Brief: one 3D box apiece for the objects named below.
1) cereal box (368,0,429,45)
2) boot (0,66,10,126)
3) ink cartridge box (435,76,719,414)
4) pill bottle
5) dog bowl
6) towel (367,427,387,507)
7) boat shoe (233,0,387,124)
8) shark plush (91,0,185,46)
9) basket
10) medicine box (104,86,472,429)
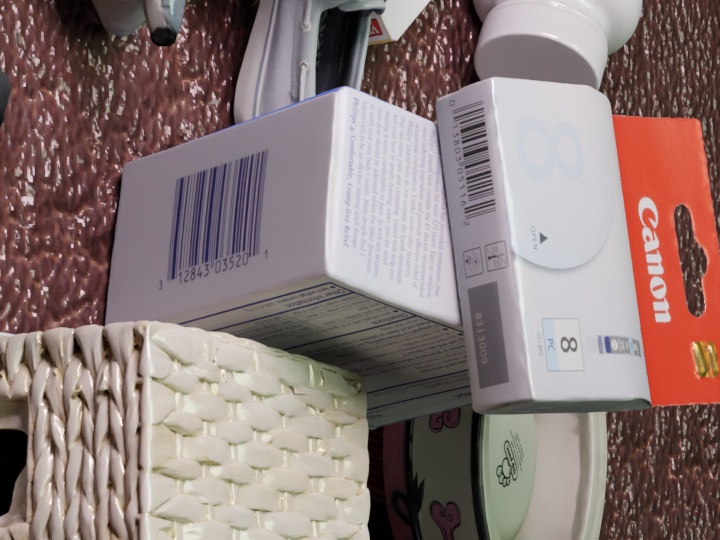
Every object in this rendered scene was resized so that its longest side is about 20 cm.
[{"bbox_3d":[0.000,-0.254,1.649,0.144,0.039,0.201,-52,125,-45],"label":"cereal box"},{"bbox_3d":[-0.236,-0.060,1.229,0.200,0.076,0.169,51,41,-46],"label":"boot"},{"bbox_3d":[0.131,-0.010,1.402,0.199,0.047,0.161,1,78,-41],"label":"ink cartridge box"},{"bbox_3d":[0.133,-0.204,1.771,0.111,0.111,0.201,47,47,-40],"label":"pill bottle"},{"bbox_3d":[0.079,0.109,1.635,0.200,0.073,0.202,0,90,-65],"label":"dog bowl"},{"bbox_3d":[-0.010,0.047,1.588,0.200,0.023,0.145,35,56,-47],"label":"towel"},{"bbox_3d":[-0.013,-0.155,1.522,0.070,0.071,0.202,-6,113,-54],"label":"boat shoe"},{"bbox_3d":[-0.112,-0.211,1.401,0.083,0.090,0.201,-41,141,-59],"label":"shark plush"},{"bbox_3d":[-0.095,0.104,1.361,0.200,0.123,0.136,16,69,-52],"label":"basket"},{"bbox_3d":[0.000,0.000,1.437,0.199,0.182,0.104,20,66,-38],"label":"medicine box"}]
